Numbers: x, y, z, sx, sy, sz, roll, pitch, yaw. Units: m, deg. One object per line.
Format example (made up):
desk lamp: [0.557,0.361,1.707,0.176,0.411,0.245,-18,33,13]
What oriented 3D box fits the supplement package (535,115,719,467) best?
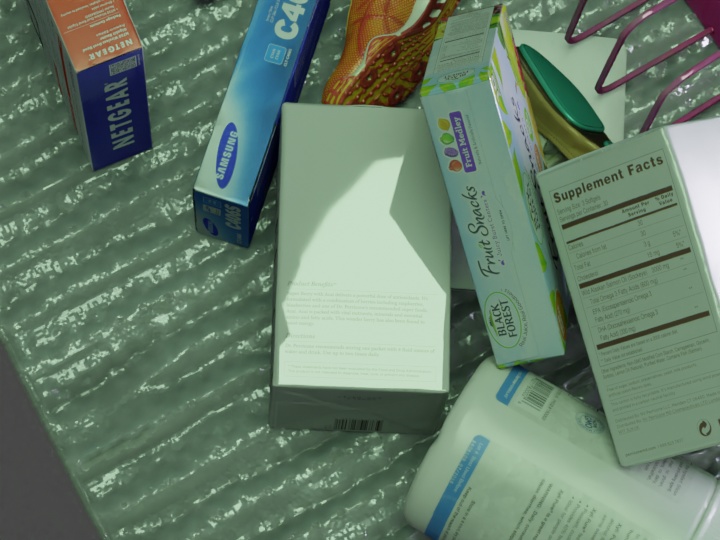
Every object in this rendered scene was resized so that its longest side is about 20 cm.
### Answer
supplement package: [0.215,0.010,1.578,0.116,0.117,0.202,-11,84,-44]

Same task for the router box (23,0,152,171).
router box: [-0.201,-0.186,1.685,0.049,0.200,0.181,-22,76,-9]

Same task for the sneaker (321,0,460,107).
sneaker: [0.022,-0.189,1.774,0.077,0.073,0.201,21,68,27]

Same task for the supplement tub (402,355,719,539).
supplement tub: [0.141,0.158,1.632,0.199,0.132,0.132,30,74,6]

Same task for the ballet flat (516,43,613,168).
ballet flat: [0.154,-0.078,1.718,0.063,0.068,0.200,-51,60,17]

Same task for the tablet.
tablet: [0.126,-0.078,1.763,0.129,0.014,0.202,4,74,-1]

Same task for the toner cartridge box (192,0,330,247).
toner cartridge box: [-0.068,-0.127,1.727,0.043,0.095,0.201,16,73,4]

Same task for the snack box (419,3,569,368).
snack box: [0.093,-0.058,1.626,0.053,0.142,0.201,-11,113,14]

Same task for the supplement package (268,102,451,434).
supplement package: [0.000,0.000,1.678,0.120,0.120,0.202,3,73,-2]

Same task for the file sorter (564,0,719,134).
file sorter: [0.250,-0.136,1.716,0.125,0.139,0.201,-31,77,-15]
